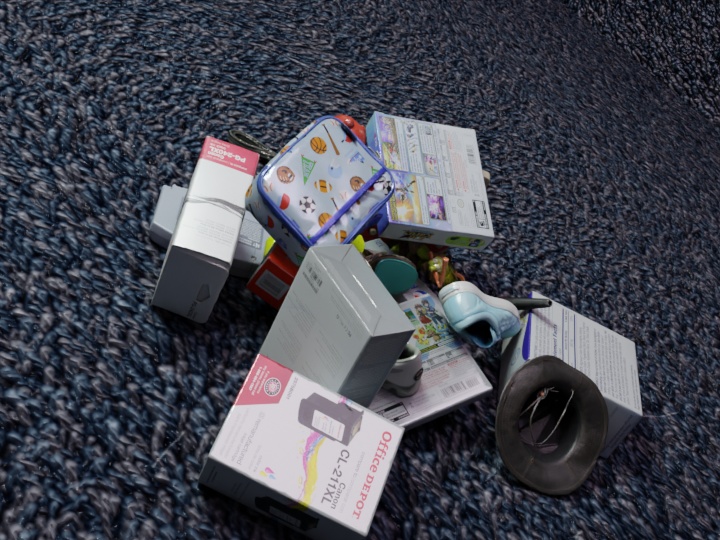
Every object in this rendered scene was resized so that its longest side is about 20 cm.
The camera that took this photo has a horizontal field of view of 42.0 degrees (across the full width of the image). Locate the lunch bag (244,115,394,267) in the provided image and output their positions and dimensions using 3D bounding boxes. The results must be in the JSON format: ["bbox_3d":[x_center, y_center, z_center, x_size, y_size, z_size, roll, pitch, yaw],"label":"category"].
[{"bbox_3d":[-0.047,-0.106,1.263,0.160,0.075,0.200,46,56,-3],"label":"lunch bag"}]

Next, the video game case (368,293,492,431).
[{"bbox_3d":[0.058,0.133,1.315,0.197,0.022,0.183,-18,56,-23],"label":"video game case"}]

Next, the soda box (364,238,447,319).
[{"bbox_3d":[0.060,0.043,1.457,0.063,0.069,0.200,-16,55,-46],"label":"soda box"}]

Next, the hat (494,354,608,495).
[{"bbox_3d":[0.256,0.220,1.346,0.198,0.081,0.205,2,86,-27],"label":"hat"}]

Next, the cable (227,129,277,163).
[{"bbox_3d":[-0.141,-0.199,1.646,0.200,0.051,0.097,42,37,17],"label":"cable"}]

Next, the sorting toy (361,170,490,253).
[{"bbox_3d":[0.085,-0.100,1.552,0.197,0.200,0.070,19,40,-14],"label":"sorting toy"}]

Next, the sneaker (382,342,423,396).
[{"bbox_3d":[0.005,0.082,1.277,0.198,0.089,0.074,30,53,17],"label":"sneaker"}]

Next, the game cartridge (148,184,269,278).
[{"bbox_3d":[-0.216,-0.055,1.414,0.197,0.041,0.134,20,31,-14],"label":"game cartridge"}]

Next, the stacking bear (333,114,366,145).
[{"bbox_3d":[-0.069,-0.157,1.479,0.114,0.201,0.121,44,12,25],"label":"stacking bear"}]

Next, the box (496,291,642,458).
[{"bbox_3d":[0.325,0.160,1.466,0.198,0.106,0.185,27,33,-4],"label":"box"}]

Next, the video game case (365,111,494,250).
[{"bbox_3d":[0.104,-0.137,1.439,0.178,0.046,0.203,7,59,-23],"label":"video game case"}]

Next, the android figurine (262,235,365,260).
[{"bbox_3d":[-0.059,-0.004,1.397,0.179,0.041,0.203,16,59,-19],"label":"android figurine"}]

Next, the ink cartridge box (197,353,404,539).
[{"bbox_3d":[-0.065,0.212,1.087,0.198,0.083,0.147,27,54,-3],"label":"ink cartridge box"}]

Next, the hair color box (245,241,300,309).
[{"bbox_3d":[-0.077,-0.052,1.326,0.061,0.101,0.201,34,56,-8],"label":"hair color box"}]

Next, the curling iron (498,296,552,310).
[{"bbox_3d":[0.224,0.055,1.498,0.049,0.026,0.198,2,-1,-42],"label":"curling iron"}]

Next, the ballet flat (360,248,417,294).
[{"bbox_3d":[0.000,0.000,1.357,0.075,0.069,0.198,37,29,33],"label":"ballet flat"}]

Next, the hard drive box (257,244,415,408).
[{"bbox_3d":[-0.037,0.094,1.197,0.076,0.201,0.157,-5,47,-41],"label":"hard drive box"}]

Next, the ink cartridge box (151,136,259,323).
[{"bbox_3d":[-0.210,-0.055,1.275,0.082,0.146,0.202,19,50,-12],"label":"ink cartridge box"}]

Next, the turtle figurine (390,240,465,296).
[{"bbox_3d":[0.114,-0.010,1.477,0.064,0.201,0.161,-40,62,-10],"label":"turtle figurine"}]

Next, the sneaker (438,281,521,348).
[{"bbox_3d":[0.182,0.085,1.387,0.199,0.073,0.083,23,46,-47],"label":"sneaker"}]
